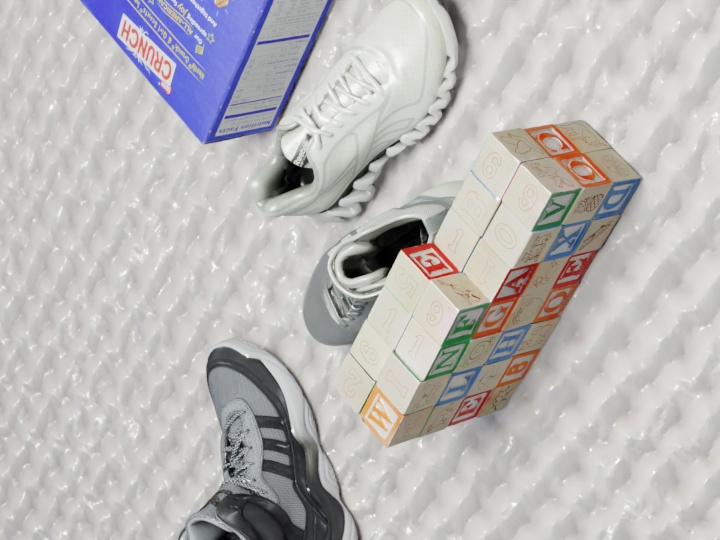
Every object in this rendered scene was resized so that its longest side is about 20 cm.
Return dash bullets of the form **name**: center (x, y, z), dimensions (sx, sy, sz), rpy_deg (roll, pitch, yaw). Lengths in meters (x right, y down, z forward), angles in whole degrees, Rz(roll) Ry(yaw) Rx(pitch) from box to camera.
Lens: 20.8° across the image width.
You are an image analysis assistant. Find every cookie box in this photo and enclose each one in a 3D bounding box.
- **cookie box**: center (-0.097, -0.220, 1.357), dimensions (0.171, 0.075, 0.201), rpy_deg (49, 129, 27)

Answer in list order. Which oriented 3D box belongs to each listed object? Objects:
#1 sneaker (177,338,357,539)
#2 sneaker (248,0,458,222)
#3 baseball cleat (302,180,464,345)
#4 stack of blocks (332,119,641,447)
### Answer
- **sneaker**: center (-0.084, 0.145, 1.397), dimensions (0.075, 0.113, 0.201), rpy_deg (-39, 71, 43)
- **sneaker**: center (-0.005, -0.102, 1.286), dimensions (0.075, 0.081, 0.200), rpy_deg (54, 131, 25)
- **baseball cleat**: center (0.000, 0.000, 1.283), dimensions (0.200, 0.106, 0.070), rpy_deg (-41, 75, 45)
- **stack of blocks**: center (0.075, 0.008, 1.201), dimensions (0.059, 0.115, 0.201), rpy_deg (47, 129, 28)
